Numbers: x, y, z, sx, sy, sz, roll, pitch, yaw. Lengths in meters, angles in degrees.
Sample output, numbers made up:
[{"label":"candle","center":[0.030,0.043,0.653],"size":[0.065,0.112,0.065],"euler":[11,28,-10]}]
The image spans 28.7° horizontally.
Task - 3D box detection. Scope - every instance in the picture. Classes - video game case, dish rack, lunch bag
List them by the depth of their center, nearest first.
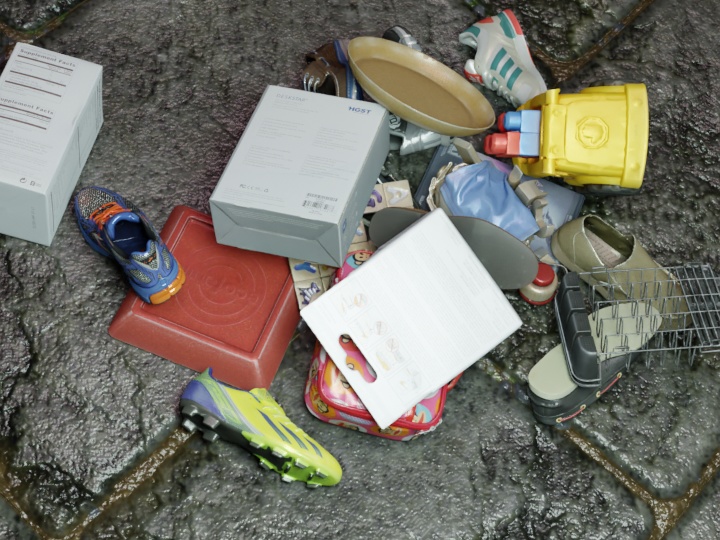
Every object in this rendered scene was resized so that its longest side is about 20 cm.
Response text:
[{"label":"lunch bag","center":[0.038,0.090,1.601],"size":[0.175,0.082,0.201],"euler":[16,66,-11]},{"label":"dish rack","center":[0.330,0.055,1.617],"size":[0.198,0.055,0.154],"euler":[-4,43,0]},{"label":"video game case","center":[0.169,-0.075,1.769],"size":[0.199,0.019,0.143],"euler":[22,58,6]}]

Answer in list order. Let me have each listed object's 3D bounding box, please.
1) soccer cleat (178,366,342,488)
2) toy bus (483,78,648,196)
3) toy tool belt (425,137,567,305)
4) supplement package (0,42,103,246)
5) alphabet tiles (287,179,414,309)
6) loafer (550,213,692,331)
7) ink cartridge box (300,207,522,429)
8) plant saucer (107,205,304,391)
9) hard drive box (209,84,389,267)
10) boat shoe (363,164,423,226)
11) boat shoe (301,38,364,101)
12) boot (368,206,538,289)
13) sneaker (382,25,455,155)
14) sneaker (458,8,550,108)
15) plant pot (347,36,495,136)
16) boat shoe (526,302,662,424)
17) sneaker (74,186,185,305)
[{"label":"soccer cleat","center":[-0.103,0.169,1.549],"size":[0.199,0.065,0.084],"euler":[26,56,8]},{"label":"toy bus","center":[0.242,-0.160,1.718],"size":[0.191,0.200,0.137],"euler":[1,92,-5]},{"label":"toy tool belt","center":[0.168,-0.060,1.676],"size":[0.125,0.123,0.200],"euler":[-34,69,-25]},{"label":"supplement package","center":[-0.388,-0.151,1.671],"size":[0.109,0.114,0.201],"euler":[15,56,0]},{"label":"alphabet tiles","center":[0.000,0.000,1.664],"size":[0.166,0.008,0.201],"euler":[-10,79,-16]},{"label":"loafer","center":[0.324,0.003,1.709],"size":[0.199,0.068,0.076],"euler":[31,59,2]},{"label":"ink cartridge box","center":[0.054,0.051,1.555],"size":[0.200,0.057,0.163],"euler":[-36,91,-8]},{"label":"plant saucer","center":[-0.165,0.023,1.646],"size":[0.198,0.037,0.201],"euler":[21,59,5]},{"label":"hard drive box","center":[-0.066,-0.113,1.631],"size":[0.155,0.077,0.201],"euler":[12,51,13]},{"label":"boat shoe","center":[-0.001,-0.117,1.733],"size":[0.072,0.068,0.200],"euler":[-39,69,-23]},{"label":"boat shoe","center":[-0.036,-0.231,1.778],"size":[0.072,0.073,0.200],"euler":[-11,26,0]},{"label":"boot","center":[0.114,-0.034,1.631],"size":[0.199,0.074,0.075],"euler":[18,13,12]},{"label":"sneaker","center":[0.038,-0.228,1.812],"size":[0.115,0.075,0.201],"euler":[-21,56,-7]},{"label":"sneaker","center":[0.190,-0.251,1.861],"size":[0.093,0.070,0.201],"euler":[-18,64,1]},{"label":"plant pot","center":[0.069,-0.217,1.698],"size":[0.199,0.028,0.200],"euler":[22,27,-12]},{"label":"boat shoe","center":[0.274,0.105,1.651],"size":[0.201,0.063,0.074],"euler":[-34,48,-25]},{"label":"sneaker","center":[-0.271,-0.046,1.623],"size":[0.075,0.079,0.200],"euler":[-39,51,-16]}]
